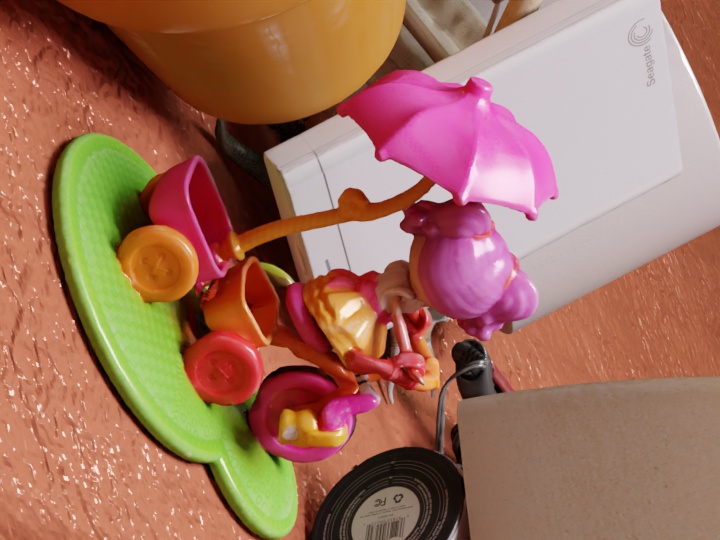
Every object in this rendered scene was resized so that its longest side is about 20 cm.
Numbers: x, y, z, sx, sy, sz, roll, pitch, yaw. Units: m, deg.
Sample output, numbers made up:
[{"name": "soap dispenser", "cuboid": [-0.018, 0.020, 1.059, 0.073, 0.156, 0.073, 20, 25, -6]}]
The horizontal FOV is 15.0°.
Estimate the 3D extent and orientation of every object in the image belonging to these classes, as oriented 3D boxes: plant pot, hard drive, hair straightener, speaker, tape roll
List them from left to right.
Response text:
[{"name": "plant pot", "cuboid": [-0.057, -0.164, 1.213, 0.183, 0.200, 0.200, 70, 7, -59]}, {"name": "hard drive", "cuboid": [0.058, -0.051, 1.305, 0.027, 0.200, 0.132, 52, -15, 40]}, {"name": "speaker", "cuboid": [0.059, 0.169, 1.283, 0.200, 0.081, 0.081, 51, 23, -41]}, {"name": "hair straightener", "cuboid": [0.076, 0.098, 1.447, 0.200, 0.041, 0.077, 61, 37, -62]}, {"name": "tape roll", "cuboid": [0.096, -0.084, 1.500, 0.203, 0.139, 0.203, 63, -6, 11]}, {"name": "plant pot", "cuboid": [0.173, 0.156, 1.222, 0.200, 0.177, 0.200, 44, 34, -51]}]

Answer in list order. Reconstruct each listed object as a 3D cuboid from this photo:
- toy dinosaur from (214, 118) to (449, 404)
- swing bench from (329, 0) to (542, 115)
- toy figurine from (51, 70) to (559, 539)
[{"name": "toy dinosaur", "cuboid": [0.002, -0.027, 1.368, 0.200, 0.077, 0.102, 49, 18, -52]}, {"name": "swing bench", "cuboid": [0.045, -0.174, 1.359, 0.130, 0.200, 0.199, 13, 34, -49]}, {"name": "toy figurine", "cuboid": [0.000, 0.000, 1.149, 0.200, 0.184, 0.150, 61, 19, -21]}]
